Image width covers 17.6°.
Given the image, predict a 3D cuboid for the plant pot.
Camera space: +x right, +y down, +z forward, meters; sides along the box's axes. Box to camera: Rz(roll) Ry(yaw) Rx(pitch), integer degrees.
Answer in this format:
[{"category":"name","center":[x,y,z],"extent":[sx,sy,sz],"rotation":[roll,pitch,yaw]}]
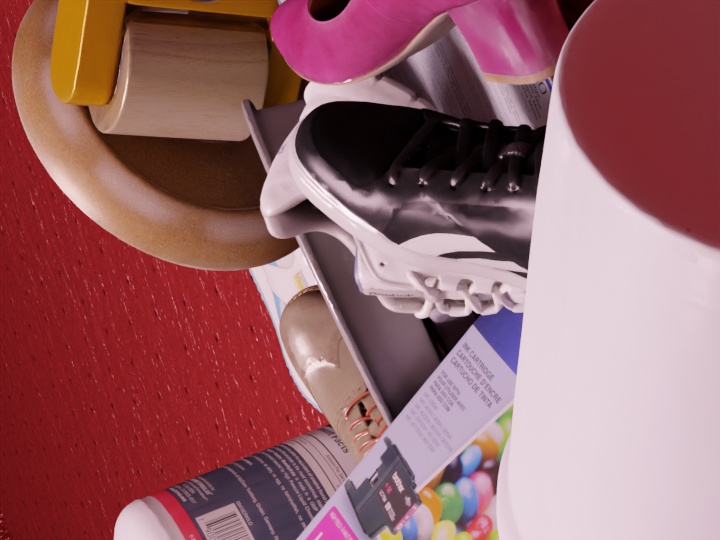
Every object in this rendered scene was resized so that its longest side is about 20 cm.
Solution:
[{"category":"plant pot","center":[-0.093,-0.093,1.279],"extent":[0.027,0.200,0.200],"rotation":[-43,67,47]}]

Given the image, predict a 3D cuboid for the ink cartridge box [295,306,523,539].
[{"category":"ink cartridge box","center":[0.061,0.092,1.033],"extent":[0.042,0.200,0.119],"rotation":[33,-169,-41]}]

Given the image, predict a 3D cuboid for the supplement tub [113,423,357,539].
[{"category":"supplement tub","center":[-0.027,0.166,1.330],"extent":[0.140,0.200,0.140],"rotation":[56,158,37]}]

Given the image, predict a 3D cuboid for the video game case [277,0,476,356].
[{"category":"video game case","center":[0.014,-0.040,1.172],"extent":[0.200,0.023,0.182],"rotation":[63,-178,-76]}]

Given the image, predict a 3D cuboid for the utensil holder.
[{"category":"utensil holder","center":[0.133,0.018,0.750],"extent":[0.170,0.170,0.200],"rotation":[54,154,40]}]

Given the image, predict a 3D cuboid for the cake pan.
[{"category":"cake pan","center":[0.000,0.000,1.144],"extent":[0.200,0.037,0.200],"rotation":[-25,-90,-89]}]

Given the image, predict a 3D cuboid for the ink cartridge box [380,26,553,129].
[{"category":"ink cartridge box","center":[0.038,-0.138,1.061],"extent":[0.200,0.041,0.200],"rotation":[67,162,2]}]

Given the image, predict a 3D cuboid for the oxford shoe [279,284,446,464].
[{"category":"oxford shoe","center":[0.021,0.080,1.236],"extent":[0.200,0.070,0.075],"rotation":[44,-164,20]}]

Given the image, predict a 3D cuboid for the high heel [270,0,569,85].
[{"category":"high heel","center":[0.009,-0.128,0.968],"extent":[0.200,0.067,0.096],"rotation":[19,139,59]}]

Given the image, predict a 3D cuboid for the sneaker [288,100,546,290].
[{"category":"sneaker","center":[0.071,-0.045,0.924],"extent":[0.200,0.073,0.112],"rotation":[24,142,9]}]

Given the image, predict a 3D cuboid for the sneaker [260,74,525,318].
[{"category":"sneaker","center":[0.047,-0.010,1.018],"extent":[0.200,0.087,0.075],"rotation":[26,157,18]}]

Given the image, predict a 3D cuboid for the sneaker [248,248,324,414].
[{"category":"sneaker","center":[-0.014,0.009,1.329],"extent":[0.200,0.076,0.081],"rotation":[56,155,29]}]

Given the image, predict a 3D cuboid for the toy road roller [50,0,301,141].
[{"category":"toy road roller","center":[-0.100,-0.178,1.228],"extent":[0.146,0.123,0.200],"rotation":[-141,57,-61]}]
